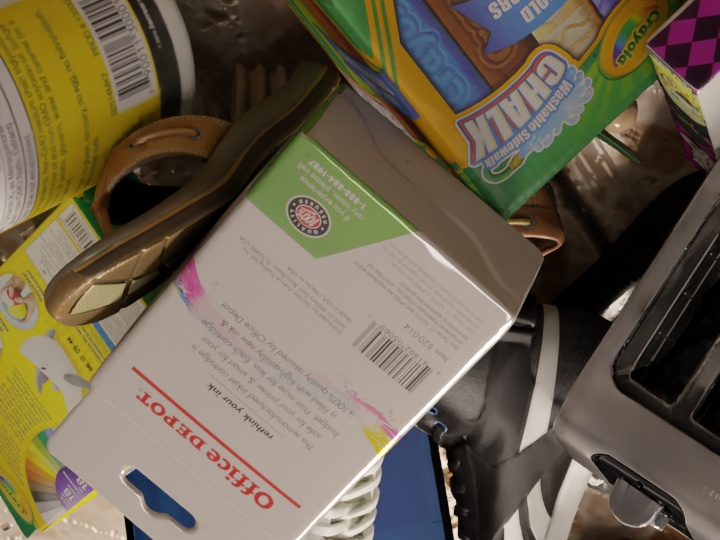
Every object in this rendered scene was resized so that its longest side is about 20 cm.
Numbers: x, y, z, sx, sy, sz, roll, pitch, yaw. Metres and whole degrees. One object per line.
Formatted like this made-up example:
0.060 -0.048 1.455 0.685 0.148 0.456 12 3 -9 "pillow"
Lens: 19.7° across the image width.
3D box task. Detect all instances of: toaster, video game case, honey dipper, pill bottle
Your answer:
0.207 0.051 0.897 0.180 0.119 0.201 34 91 19 "toaster"
0.211 -0.128 0.879 0.200 0.036 0.181 -43 163 2 "video game case"
0.037 -0.078 1.007 0.199 0.038 0.038 2 126 -7 "honey dipper"
-0.179 -0.068 0.895 0.200 0.114 0.115 -30 135 -34 "pill bottle"

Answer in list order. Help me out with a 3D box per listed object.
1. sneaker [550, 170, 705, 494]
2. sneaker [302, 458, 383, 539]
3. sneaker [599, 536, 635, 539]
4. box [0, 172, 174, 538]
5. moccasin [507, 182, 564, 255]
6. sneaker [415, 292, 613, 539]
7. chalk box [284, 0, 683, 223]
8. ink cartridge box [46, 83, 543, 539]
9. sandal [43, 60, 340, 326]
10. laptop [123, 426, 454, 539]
0.161 0.034 1.083 0.104 0.060 0.200 32 123 -23 "sneaker"
-0.016 0.096 0.988 0.076 0.081 0.201 -9 140 -27 "sneaker"
0.167 0.191 1.188 0.199 0.074 0.080 -4 121 0 "sneaker"
-0.143 0.048 1.024 0.200 0.048 0.118 -37 86 43 "box"
0.000 0.001 1.007 0.200 0.078 0.074 -17 155 1 "moccasin"
0.054 0.102 1.045 0.111 0.073 0.201 20 100 -5 "sneaker"
0.051 -0.115 0.906 0.124 0.125 0.200 -42 120 -3 "chalk box"
-0.032 0.034 0.886 0.117 0.067 0.200 40 118 -5 "ink cartridge box"
-0.080 -0.042 0.906 0.054 0.200 0.080 42 138 0 "sandal"
-0.054 0.073 1.070 0.176 0.104 0.201 -11 126 5 "laptop"
